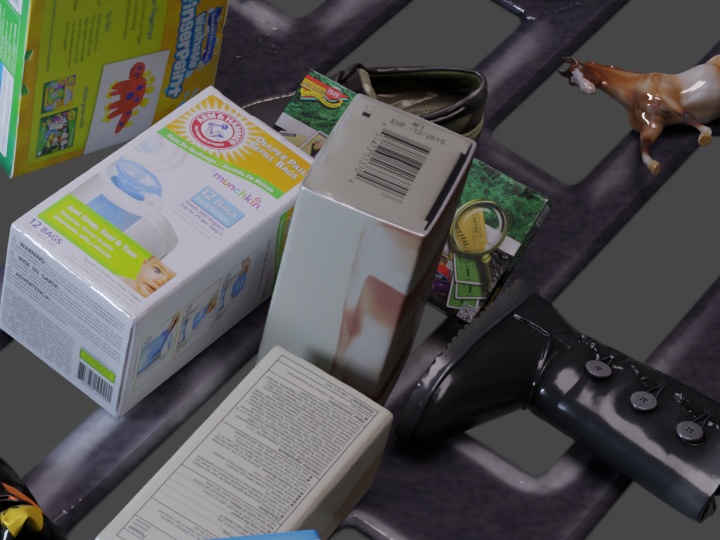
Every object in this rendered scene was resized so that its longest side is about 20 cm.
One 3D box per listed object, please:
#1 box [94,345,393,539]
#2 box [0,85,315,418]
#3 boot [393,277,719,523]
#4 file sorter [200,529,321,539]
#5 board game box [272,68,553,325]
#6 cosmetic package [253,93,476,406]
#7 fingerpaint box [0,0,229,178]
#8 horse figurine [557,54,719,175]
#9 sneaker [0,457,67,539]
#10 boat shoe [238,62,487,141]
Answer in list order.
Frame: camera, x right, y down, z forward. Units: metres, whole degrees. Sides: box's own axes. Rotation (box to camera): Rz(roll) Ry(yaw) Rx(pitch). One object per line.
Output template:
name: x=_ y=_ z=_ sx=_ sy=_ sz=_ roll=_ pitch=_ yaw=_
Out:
box: x=-0.073 y=0.147 z=1.525 sx=0.095 sy=0.078 sz=0.200 roll=31 pitch=48 yaw=15
box: x=-0.128 y=-0.016 z=1.646 sx=0.112 sy=0.101 sz=0.200 roll=36 pitch=50 yaw=19
boot: x=0.144 y=0.106 z=1.635 sx=0.200 sy=0.066 sz=0.165 roll=35 pitch=51 yaw=13
file sorter: x=-0.106 y=0.239 z=1.364 sx=0.200 sy=0.139 sz=0.123 roll=-4 pitch=24 yaw=-18
board game box: x=0.021 y=-0.050 z=1.718 sx=0.200 sy=0.023 sz=0.105 roll=29 pitch=80 yaw=19
cosmetic package: x=0.000 y=0.000 z=1.597 sx=0.087 sy=0.200 sz=0.103 roll=23 pitch=48 yaw=6
fingerpaint box: x=-0.177 y=-0.178 z=1.717 sx=0.167 sy=0.200 sz=0.073 roll=-21 pitch=55 yaw=-29
horse figurine: x=0.264 y=-0.127 z=1.877 sx=0.200 sy=0.050 sz=0.133 roll=-11 pitch=34 yaw=-13
sneaker: x=-0.208 y=0.153 z=1.477 sx=0.070 sy=0.090 sz=0.200 roll=-17 pitch=55 yaw=-28
boat shoe: x=-0.003 y=-0.118 z=1.799 sx=0.200 sy=0.065 sz=0.073 roll=-9 pitch=53 yaw=-20
